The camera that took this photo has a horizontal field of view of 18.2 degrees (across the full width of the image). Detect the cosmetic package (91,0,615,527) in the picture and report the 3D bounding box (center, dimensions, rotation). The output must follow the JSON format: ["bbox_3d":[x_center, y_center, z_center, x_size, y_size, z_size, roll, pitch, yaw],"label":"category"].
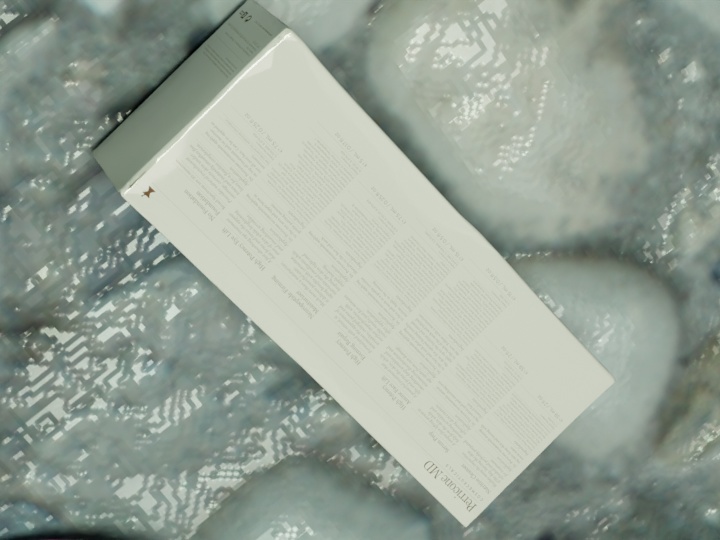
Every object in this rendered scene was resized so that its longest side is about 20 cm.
[{"bbox_3d":[0.000,0.000,0.823,0.083,0.051,0.200,-45,119,-1],"label":"cosmetic package"}]
